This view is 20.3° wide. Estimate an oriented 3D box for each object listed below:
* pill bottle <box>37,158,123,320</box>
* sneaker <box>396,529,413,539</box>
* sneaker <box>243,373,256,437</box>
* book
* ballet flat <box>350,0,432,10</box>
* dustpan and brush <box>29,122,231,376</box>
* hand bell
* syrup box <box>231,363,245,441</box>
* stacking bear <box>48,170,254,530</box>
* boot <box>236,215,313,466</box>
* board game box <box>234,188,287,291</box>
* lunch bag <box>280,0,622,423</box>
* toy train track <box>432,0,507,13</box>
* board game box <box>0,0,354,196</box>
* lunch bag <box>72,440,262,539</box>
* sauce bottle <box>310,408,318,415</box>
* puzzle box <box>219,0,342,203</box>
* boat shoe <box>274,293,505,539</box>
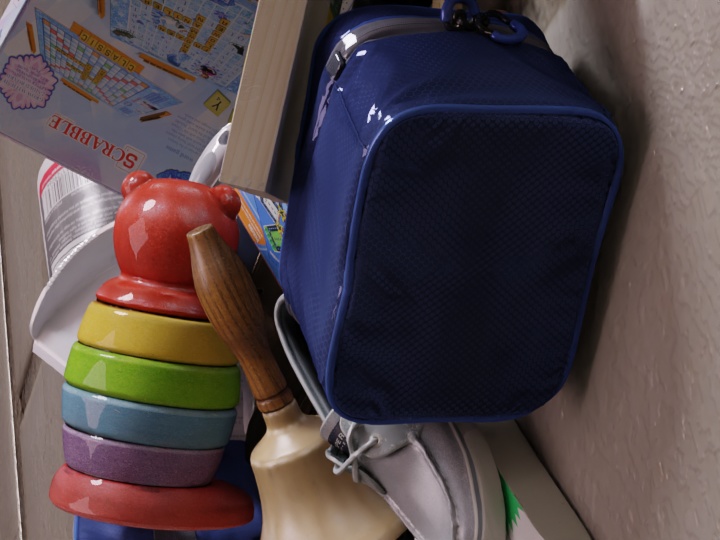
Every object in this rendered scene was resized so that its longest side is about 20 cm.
[{"bbox_3d":[-0.164,0.005,1.413,0.111,0.110,0.201,111,152,-47],"label":"pill bottle"},{"bbox_3d":[-0.017,0.187,1.283,0.201,0.074,0.088,112,157,-49],"label":"sneaker"},{"bbox_3d":[-0.046,0.027,1.356,0.080,0.070,0.202,9,89,59],"label":"sneaker"},{"bbox_3d":[0.066,0.193,1.082,0.134,0.048,0.201,-123,41,-57],"label":"book"},{"bbox_3d":[0.017,-0.181,1.157,0.057,0.067,0.200,38,158,10],"label":"ballet flat"},{"bbox_3d":[-0.127,-0.004,1.295,0.139,0.057,0.201,34,88,27],"label":"dustpan and brush"},{"bbox_3d":[-0.050,0.066,1.144,0.201,0.104,0.104,68,166,-14],"label":"hand bell"},{"bbox_3d":[-0.076,0.052,1.445,0.081,0.078,0.202,-138,51,-66],"label":"syrup box"},{"bbox_3d":[-0.118,0.044,1.190,0.114,0.121,0.202,2,-83,-73],"label":"stacking bear"},{"bbox_3d":[-0.057,0.025,1.255,0.075,0.096,0.201,134,158,-73],"label":"boot"},{"bbox_3d":[0.000,0.000,1.160,0.103,0.019,0.201,-48,61,31],"label":"board game box"},{"bbox_3d":[0.036,-0.039,0.997,0.132,0.135,0.201,-120,37,-56],"label":"lunch bag"},{"bbox_3d":[0.060,-0.079,1.125,0.115,0.032,0.202,-151,57,-61],"label":"toy train track"},{"bbox_3d":[-0.134,-0.148,1.335,0.200,0.199,0.041,-59,24,8],"label":"board game box"},{"bbox_3d":[-0.123,0.186,1.336,0.200,0.135,0.133,-115,24,-68],"label":"lunch bag"},{"bbox_3d":[-0.013,0.120,1.281,0.200,0.064,0.065,121,145,-58],"label":"sauce bottle"},{"bbox_3d":[-0.039,-0.103,1.068,0.200,0.025,0.134,18,-96,-87],"label":"puzzle box"},{"bbox_3d":[0.008,0.084,1.071,0.201,0.071,0.070,60,139,38],"label":"boat shoe"}]
